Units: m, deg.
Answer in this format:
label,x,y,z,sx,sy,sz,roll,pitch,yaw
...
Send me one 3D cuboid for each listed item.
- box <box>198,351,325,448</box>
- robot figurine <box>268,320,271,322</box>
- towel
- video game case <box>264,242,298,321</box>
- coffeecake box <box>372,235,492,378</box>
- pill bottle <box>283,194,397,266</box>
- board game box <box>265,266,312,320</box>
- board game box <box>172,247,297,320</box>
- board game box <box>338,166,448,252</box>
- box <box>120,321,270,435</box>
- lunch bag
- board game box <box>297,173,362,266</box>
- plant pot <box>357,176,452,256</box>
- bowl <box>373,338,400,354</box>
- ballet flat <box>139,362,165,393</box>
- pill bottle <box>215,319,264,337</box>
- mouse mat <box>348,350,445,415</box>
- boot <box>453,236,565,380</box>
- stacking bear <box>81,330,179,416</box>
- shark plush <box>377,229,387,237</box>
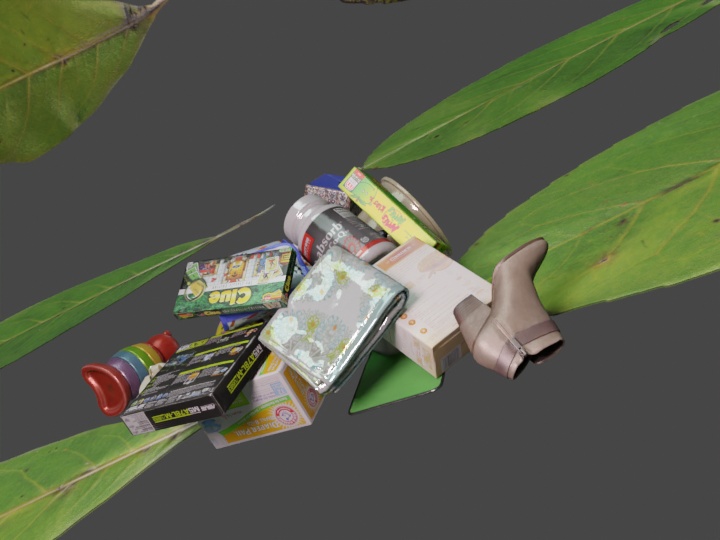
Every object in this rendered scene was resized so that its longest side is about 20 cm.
label,x,y,z,sx,sy,sz,roll,pitch,yaw
box,-0.167,0.199,1.387,0.199,0.113,0.101,-20,23,27
robot figurine,-0.103,0.100,1.637,0.144,0.058,0.200,-29,20,-3
towel,-0.043,0.070,1.286,0.171,0.048,0.200,32,79,37
video game case,-0.167,0.029,1.769,0.143,0.018,0.201,123,168,-50
coffeecake box,0.100,0.051,1.329,0.153,0.073,0.200,-35,47,-23
pill bottle,-0.035,-0.042,1.457,0.116,0.116,0.200,-36,53,-22
board game box,-0.162,0.038,1.635,0.199,0.035,0.126,9,46,33
board game box,-0.201,0.022,1.366,0.199,0.023,0.105,-8,55,21
board game box,0.059,-0.095,1.508,0.048,0.200,0.102,-48,-14,9
box,-0.253,0.169,1.346,0.199,0.048,0.193,-17,20,30
lunch bag,-0.177,0.026,1.471,0.169,0.124,0.200,-20,17,-9
board game box,-0.061,-0.086,1.769,0.096,0.201,0.159,11,17,9
plant pot,0.044,-0.044,1.644,0.183,0.201,0.200,-42,21,-6
bowl,0.079,0.052,1.479,0.199,0.075,0.200,-31,18,-16
ballet flat,-0.395,0.226,1.698,0.068,0.069,0.200,-23,20,15
pill bottle,-0.226,0.156,1.592,0.104,0.105,0.200,-26,20,6
mouse mat,0.068,0.153,1.349,0.160,0.008,0.200,-20,20,22
boot,0.233,0.058,1.204,0.200,0.070,0.146,-41,54,-5
stacking bear,-0.465,0.203,1.805,0.113,0.122,0.200,-14,16,39
shark plush,0.000,0.000,1.515,0.199,0.091,0.084,-14,52,18
